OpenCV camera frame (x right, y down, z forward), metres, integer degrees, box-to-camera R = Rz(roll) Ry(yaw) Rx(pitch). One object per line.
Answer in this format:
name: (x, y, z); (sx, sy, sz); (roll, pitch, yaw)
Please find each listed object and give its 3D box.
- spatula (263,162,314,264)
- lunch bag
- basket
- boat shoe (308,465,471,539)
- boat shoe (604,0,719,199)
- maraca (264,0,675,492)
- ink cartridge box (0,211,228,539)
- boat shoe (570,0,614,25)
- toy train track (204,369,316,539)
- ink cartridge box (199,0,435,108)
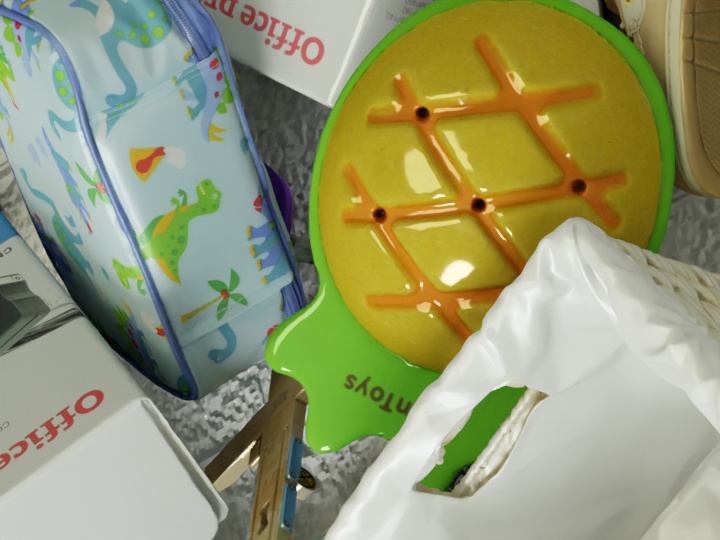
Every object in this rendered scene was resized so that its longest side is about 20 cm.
spatula: (0.000, 0.000, 1.234); (0.200, 0.021, 0.057); (27, 121, 38)
lunch bag: (-0.106, -0.054, 1.230); (0.161, 0.082, 0.200); (30, 146, 54)
basket: (0.118, 0.123, 1.010); (0.198, 0.161, 0.200); (-55, 50, 20)
boat shoe: (0.011, 0.120, 1.168); (0.201, 0.071, 0.070); (-38, 60, 33)
boat shoe: (0.131, -0.123, 1.113); (0.069, 0.074, 0.201); (-12, 73, 53)
maraca: (0.042, -0.011, 1.080); (0.137, 0.107, 0.200); (24, 100, 7)
ink cartridge box: (-0.168, 0.075, 1.219); (0.144, 0.084, 0.200); (-37, 38, -7)
boat shoe: (0.065, -0.131, 1.143); (0.066, 0.070, 0.201); (-6, 97, 13)
toy train track: (-0.025, 0.087, 1.182); (0.115, 0.033, 0.200); (-47, 18, 26)
ink cartridge box: (0.003, -0.177, 1.224); (0.147, 0.086, 0.200); (28, 100, 42)
